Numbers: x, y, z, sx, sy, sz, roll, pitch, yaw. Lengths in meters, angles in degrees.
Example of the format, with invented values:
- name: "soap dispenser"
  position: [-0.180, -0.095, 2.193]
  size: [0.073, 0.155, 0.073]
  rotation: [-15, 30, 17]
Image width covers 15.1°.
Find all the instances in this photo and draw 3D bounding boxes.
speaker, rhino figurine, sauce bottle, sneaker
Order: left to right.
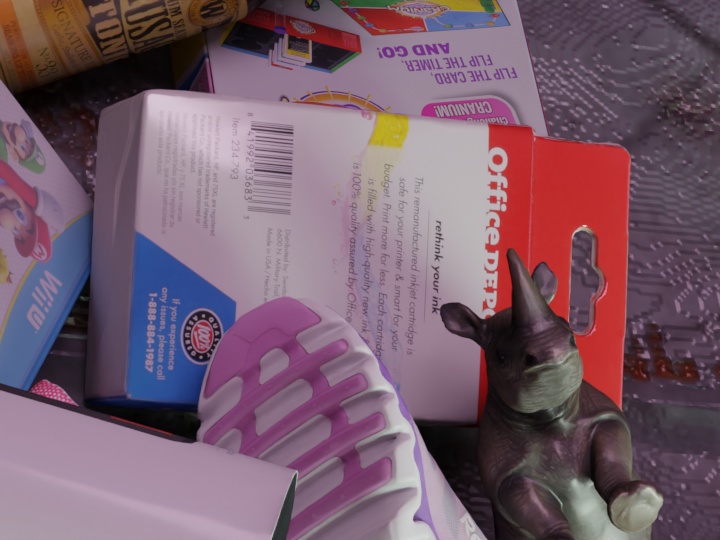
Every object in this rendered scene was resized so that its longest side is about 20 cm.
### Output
- name: "speaker"
  position: [-0.123, 0.079, 0.914]
  size: [0.199, 0.081, 0.081]
  rotation: [16, 52, 4]
- name: "sauce bottle"
  position: [-0.074, -0.125, 1.080]
  size: [0.199, 0.066, 0.066]
  rotation: [-20, 63, -2]
- name: "sneaker"
  position: [0.012, 0.102, 0.981]
  size: [0.201, 0.080, 0.088]
  rotation: [62, 19, 2]
- name: "rhino figurine"
  position: [0.073, 0.073, 0.985]
  size: [0.059, 0.201, 0.088]
  rotation: [-21, 35, -5]

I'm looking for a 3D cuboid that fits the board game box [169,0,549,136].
- name: "board game box"
  position: [-0.006, -0.101, 1.153]
  size: [0.152, 0.040, 0.201]
  rotation: [4, 56, -20]

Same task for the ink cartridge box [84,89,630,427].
- name: "ink cartridge box"
  position: [0.000, 0.000, 1.042]
  size: [0.199, 0.067, 0.117]
  rotation: [5, 84, -20]

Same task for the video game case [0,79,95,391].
- name: "video game case"
  position: [-0.171, -0.052, 0.978]
  size: [0.200, 0.018, 0.143]
  rotation: [55, 28, -21]

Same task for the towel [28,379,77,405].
- name: "towel"
  position: [-0.126, 0.140, 0.944]
  size: [0.146, 0.030, 0.200]
  rotation: [41, 52, 9]
